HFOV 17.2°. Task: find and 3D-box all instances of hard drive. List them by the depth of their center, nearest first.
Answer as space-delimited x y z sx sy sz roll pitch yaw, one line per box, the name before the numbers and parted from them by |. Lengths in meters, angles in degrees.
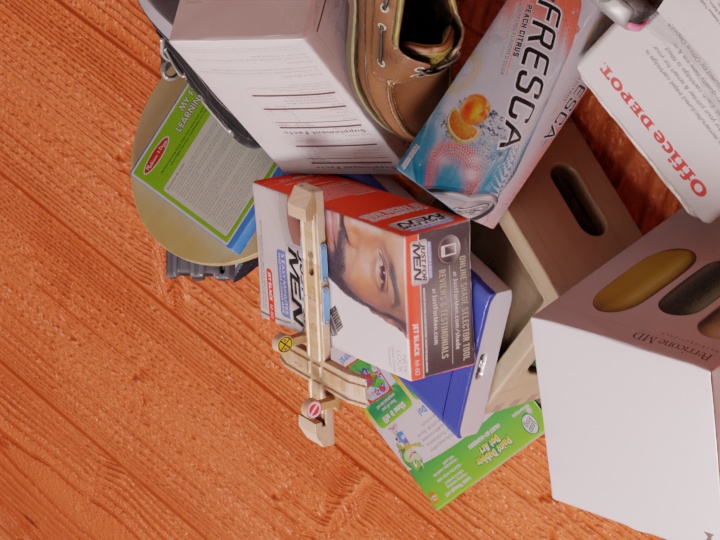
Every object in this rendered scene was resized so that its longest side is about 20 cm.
hard drive | 0.035 0.014 1.789 0.200 0.025 0.132 45 136 40

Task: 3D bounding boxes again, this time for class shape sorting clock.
shape sorting clock | -0.099 -0.100 1.903 0.199 0.039 0.201 -7 74 27

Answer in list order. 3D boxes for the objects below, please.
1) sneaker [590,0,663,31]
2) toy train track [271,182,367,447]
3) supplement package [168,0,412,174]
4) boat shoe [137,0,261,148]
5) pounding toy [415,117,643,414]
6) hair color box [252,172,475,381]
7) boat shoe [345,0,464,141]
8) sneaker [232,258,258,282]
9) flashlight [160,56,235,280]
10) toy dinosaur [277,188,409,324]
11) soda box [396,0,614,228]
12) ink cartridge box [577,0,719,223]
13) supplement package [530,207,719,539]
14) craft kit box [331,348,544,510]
sneaker | 0.188 -0.234 1.508 0.079 0.200 0.095 38 133 -18
toy train track | -0.042 0.036 1.744 0.115 0.032 0.201 25 123 51
supplement package | -0.037 -0.162 1.733 0.109 0.114 0.200 2 154 26
boat shoe | -0.125 -0.182 1.875 0.199 0.074 0.068 50 148 18
pounding toy | 0.140 0.015 1.784 0.200 0.142 0.184 61 145 22
hair color box | 0.000 0.000 1.754 0.200 0.064 0.111 19 118 52
boat shoe | 0.033 -0.158 1.637 0.068 0.072 0.200 36 155 39
sneaker | -0.095 -0.071 2.020 0.082 0.070 0.200 46 139 12
flashlight | -0.136 -0.093 1.985 0.068 0.068 0.201 170 103 -76
toy dinosaur | -0.022 -0.053 1.901 0.077 0.200 0.102 45 -176 31
soda box | 0.113 -0.131 1.661 0.064 0.068 0.200 36 98 25
ink cartridge box | 0.255 -0.146 1.568 0.144 0.084 0.200 52 141 6
supplement package | 0.242 0.068 1.637 0.152 0.200 0.151 17 127 40
craft kit box | 0.064 0.078 1.971 0.198 0.048 0.200 56 143 6
